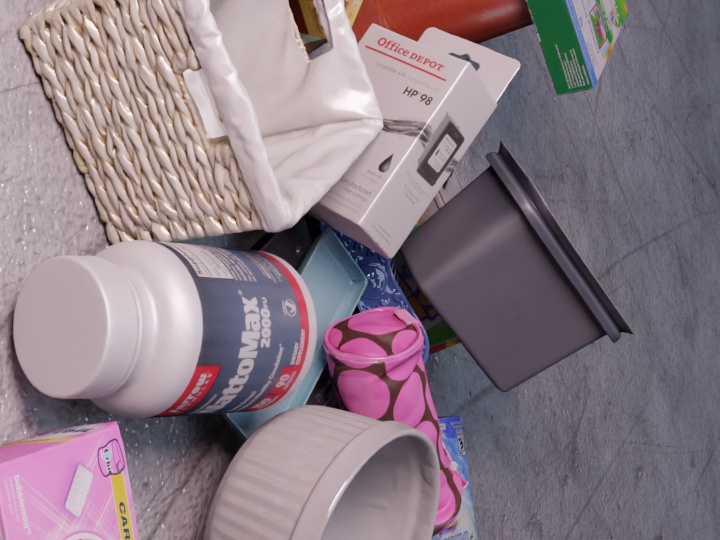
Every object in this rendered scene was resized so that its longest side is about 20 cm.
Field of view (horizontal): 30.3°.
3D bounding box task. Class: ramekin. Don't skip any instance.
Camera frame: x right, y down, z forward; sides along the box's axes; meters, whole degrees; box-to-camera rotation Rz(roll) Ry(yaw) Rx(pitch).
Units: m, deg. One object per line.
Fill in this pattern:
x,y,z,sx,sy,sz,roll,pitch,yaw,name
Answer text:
-0.033,0.199,1.015,0.200,0.104,0.202,-37,135,-47,ramekin

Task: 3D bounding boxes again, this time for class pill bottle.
-0.133,0.041,0.914,0.199,0.119,0.121,4,78,-55,pill bottle

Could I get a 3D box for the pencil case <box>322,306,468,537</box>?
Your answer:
0.032,0.127,1.121,0.091,0.093,0.201,-132,-157,-56,pencil case

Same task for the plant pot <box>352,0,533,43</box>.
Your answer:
0.090,-0.309,1.356,0.200,0.194,0.203,28,57,-56,plant pot

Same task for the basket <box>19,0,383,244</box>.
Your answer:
-0.108,-0.145,0.978,0.200,0.160,0.200,-50,125,-54,basket

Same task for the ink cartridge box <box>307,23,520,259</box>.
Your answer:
0.028,-0.125,1.098,0.201,0.115,0.067,-56,142,-7,ink cartridge box

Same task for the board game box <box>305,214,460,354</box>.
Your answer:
0.029,0.006,1.252,0.030,0.095,0.201,-92,159,-58,board game box

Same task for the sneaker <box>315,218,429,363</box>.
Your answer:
0.000,0.000,1.195,0.070,0.078,0.202,-20,96,-17,sneaker

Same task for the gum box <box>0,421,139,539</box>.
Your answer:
-0.190,0.206,0.817,0.113,0.066,0.202,-13,94,-60,gum box

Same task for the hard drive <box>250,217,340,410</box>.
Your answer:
-0.054,0.067,1.137,0.135,0.042,0.201,-51,125,-55,hard drive

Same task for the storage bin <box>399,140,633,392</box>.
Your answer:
0.131,0.003,1.205,0.200,0.134,0.146,51,8,-34,storage bin

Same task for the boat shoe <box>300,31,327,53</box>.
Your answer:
-0.077,-0.216,1.160,0.077,0.071,0.200,60,32,-11,boat shoe

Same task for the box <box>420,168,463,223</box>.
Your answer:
0.039,-0.062,1.272,0.201,0.116,0.060,62,33,-29,box

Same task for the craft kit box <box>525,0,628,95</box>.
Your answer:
0.205,-0.307,1.319,0.198,0.048,0.201,-54,128,-50,craft kit box

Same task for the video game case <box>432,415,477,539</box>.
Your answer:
0.052,0.238,1.280,0.200,0.045,0.183,3,80,-61,video game case

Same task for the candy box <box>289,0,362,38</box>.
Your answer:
-0.010,-0.308,1.106,0.117,0.056,0.201,71,39,-64,candy box

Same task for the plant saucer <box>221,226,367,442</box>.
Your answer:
-0.053,0.059,1.078,0.070,0.019,0.201,54,48,-33,plant saucer
